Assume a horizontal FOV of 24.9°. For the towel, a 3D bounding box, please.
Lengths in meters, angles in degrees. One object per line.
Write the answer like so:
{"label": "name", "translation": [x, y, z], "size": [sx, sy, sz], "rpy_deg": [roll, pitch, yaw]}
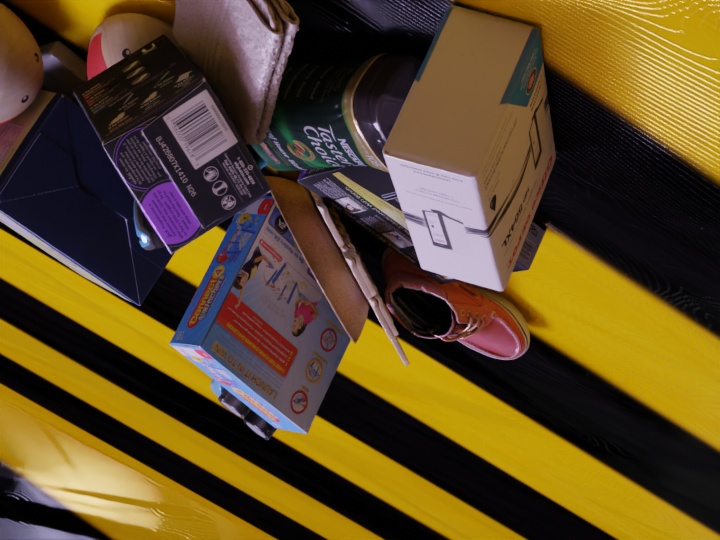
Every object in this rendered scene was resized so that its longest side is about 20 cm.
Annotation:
{"label": "towel", "translation": [-0.110, -0.202, 1.386], "size": [0.133, 0.034, 0.200], "rpy_deg": [56, 157, 16]}

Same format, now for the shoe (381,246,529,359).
{"label": "shoe", "translation": [0.102, 0.052, 1.746], "size": [0.200, 0.091, 0.071], "rpy_deg": [37, 117, -20]}

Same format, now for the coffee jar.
{"label": "coffee jar", "translation": [-0.014, -0.139, 1.455], "size": [0.199, 0.086, 0.104], "rpy_deg": [4, 141, 44]}

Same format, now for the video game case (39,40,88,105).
{"label": "video game case", "translation": [-0.303, -0.174, 1.808], "size": [0.200, 0.024, 0.181], "rpy_deg": [38, 156, -29]}

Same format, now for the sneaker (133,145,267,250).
{"label": "sneaker", "translation": [-0.154, -0.090, 1.612], "size": [0.081, 0.200, 0.074], "rpy_deg": [10, 132, 24]}

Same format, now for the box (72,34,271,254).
{"label": "box", "translation": [-0.170, -0.116, 1.449], "size": [0.123, 0.106, 0.200], "rpy_deg": [60, 175, -25]}

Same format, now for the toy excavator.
{"label": "toy excavator", "translation": [-0.169, 0.172, 2.409], "size": [0.199, 0.100, 0.195], "rpy_deg": [24, 162, 46]}

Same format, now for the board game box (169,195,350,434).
{"label": "board game box", "translation": [-0.096, 0.051, 1.856], "size": [0.056, 0.197, 0.200], "rpy_deg": [4, 150, 44]}

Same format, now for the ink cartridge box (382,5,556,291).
{"label": "ink cartridge box", "translation": [0.096, -0.096, 1.347], "size": [0.084, 0.147, 0.200], "rpy_deg": [16, 158, 19]}

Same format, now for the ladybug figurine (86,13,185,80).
{"label": "ladybug figurine", "translation": [-0.213, -0.181, 1.613], "size": [0.135, 0.072, 0.200], "rpy_deg": [26, 160, -1]}

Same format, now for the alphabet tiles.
{"label": "alphabet tiles", "translation": [0.000, 0.000, 1.695], "size": [0.196, 0.015, 0.200], "rpy_deg": [61, -179, -19]}

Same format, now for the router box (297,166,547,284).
{"label": "router box", "translation": [0.059, -0.065, 1.597], "size": [0.200, 0.052, 0.157], "rpy_deg": [35, 158, -23]}

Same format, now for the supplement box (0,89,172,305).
{"label": "supplement box", "translation": [-0.307, -0.085, 1.741], "size": [0.200, 0.135, 0.199], "rpy_deg": [37, 171, -28]}

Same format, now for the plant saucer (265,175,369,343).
{"label": "plant saucer", "translation": [-0.038, -0.019, 1.722], "size": [0.201, 0.035, 0.200], "rpy_deg": [62, -179, -2]}

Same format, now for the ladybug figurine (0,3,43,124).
{"label": "ladybug figurine", "translation": [-0.382, -0.206, 1.665], "size": [0.072, 0.137, 0.200], "rpy_deg": [15, -177, -37]}
